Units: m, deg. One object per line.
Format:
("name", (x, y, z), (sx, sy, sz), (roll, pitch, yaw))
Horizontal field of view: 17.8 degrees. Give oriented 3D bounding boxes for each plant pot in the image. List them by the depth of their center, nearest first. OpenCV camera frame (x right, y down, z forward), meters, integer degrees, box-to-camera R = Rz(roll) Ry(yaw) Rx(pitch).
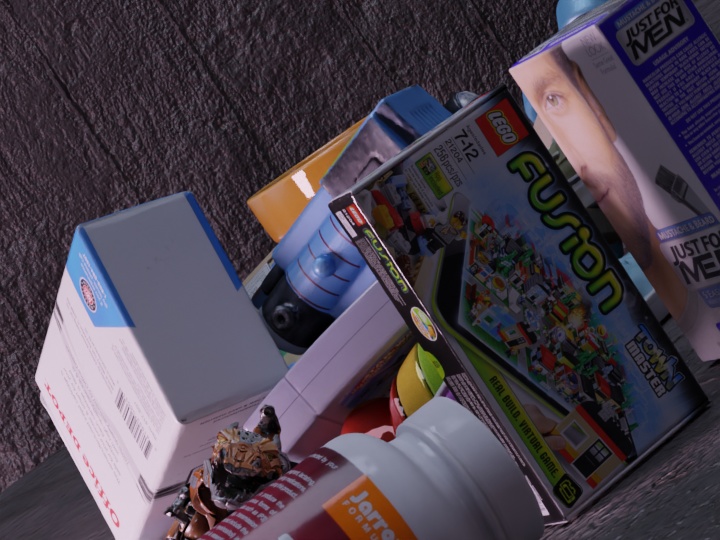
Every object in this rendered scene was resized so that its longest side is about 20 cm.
("plant pot", (0.014, -0.052, 2.389), (0.200, 0.184, 0.200), (-34, 4, 3))

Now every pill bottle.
("pill bottle", (-0.016, 0.150, 1.074), (0.200, 0.113, 0.113), (-36, 5, -17))

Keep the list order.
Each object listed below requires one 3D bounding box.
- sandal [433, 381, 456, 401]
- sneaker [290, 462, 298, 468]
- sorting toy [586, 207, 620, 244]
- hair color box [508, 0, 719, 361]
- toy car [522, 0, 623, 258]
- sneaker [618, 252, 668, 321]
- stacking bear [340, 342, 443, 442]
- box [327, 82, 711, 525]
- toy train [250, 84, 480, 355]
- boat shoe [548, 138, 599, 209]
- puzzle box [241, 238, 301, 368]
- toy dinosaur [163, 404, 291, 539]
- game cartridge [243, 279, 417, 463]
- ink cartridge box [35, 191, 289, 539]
("sandal", (0.049, 0.109, 1.231), (0.203, 0.082, 0.050), (-47, -11, 9))
("sneaker", (-0.001, 0.110, 1.541), (0.199, 0.082, 0.073), (-34, 2, -13))
("sorting toy", (0.080, 0.022, 1.599), (0.199, 0.070, 0.198), (-22, -9, 36))
("hair color box", (0.176, -0.052, 1.236), (0.065, 0.201, 0.109), (-35, 5, -22))
("toy car", (0.242, -0.100, 1.775), (0.198, 0.185, 0.177), (5, -36, -13))
("sneaker", (0.145, 0.015, 1.481), (0.074, 0.082, 0.200), (-28, 8, 40))
("stacking bear", (0.063, 0.074, 1.327), (0.200, 0.114, 0.121), (-44, -21, 24))
("box", (0.083, 0.017, 1.183), (0.110, 0.201, 0.035), (-36, 5, -23))
("toy train", (0.006, -0.025, 1.392), (0.200, 0.087, 0.114), (-51, -12, 25))
("boat shoe", (0.159, -0.072, 1.602), (0.072, 0.062, 0.200), (-13, -10, -24))
("puzzle box", (0.000, 0.000, 1.514), (0.200, 0.025, 0.133), (-47, 44, 16))
("toy dinosaur", (-0.062, 0.147, 1.256), (0.200, 0.102, 0.137), (48, -125, -60))
("game cartridge", (0.020, 0.040, 1.384), (0.200, 0.042, 0.133), (-45, -12, 5))
("ink cartridge box", (-0.129, 0.069, 1.451), (0.084, 0.147, 0.200), (-21, -22, -25))
